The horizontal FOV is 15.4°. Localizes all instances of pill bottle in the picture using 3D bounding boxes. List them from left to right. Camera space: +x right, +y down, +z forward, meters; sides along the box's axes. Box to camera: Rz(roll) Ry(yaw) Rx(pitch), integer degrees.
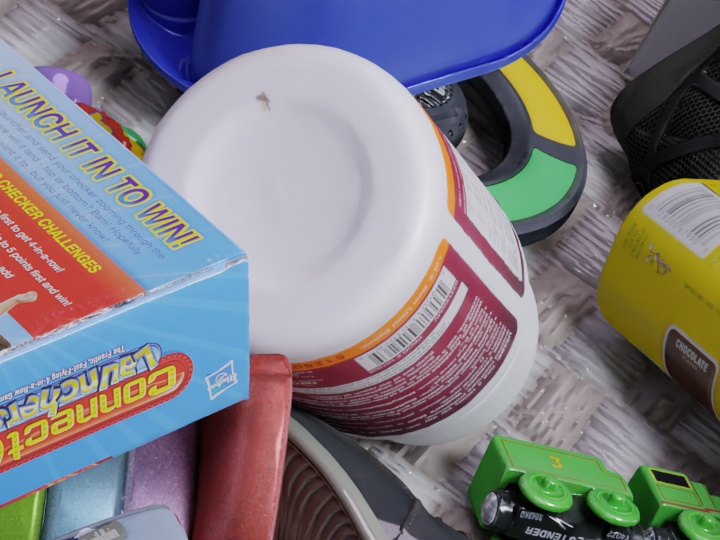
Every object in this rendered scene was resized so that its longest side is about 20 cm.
[{"bbox_3d":[0.000,0.000,0.963,0.110,0.110,0.200,44,0,22],"label":"pill bottle"}]

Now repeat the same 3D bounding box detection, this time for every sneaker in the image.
[{"bbox_3d":[0.025,0.119,0.947,0.200,0.075,0.106,47,27,22],"label":"sneaker"},{"bbox_3d":[0.205,-0.078,1.216,0.076,0.199,0.115,22,41,-41],"label":"sneaker"}]

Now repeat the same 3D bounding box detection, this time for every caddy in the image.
[{"bbox_3d":[-0.003,-0.138,1.147,0.199,0.105,0.142,-18,52,-18],"label":"caddy"}]

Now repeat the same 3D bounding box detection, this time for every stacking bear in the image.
[{"bbox_3d":[-0.132,0.073,0.850,0.199,0.121,0.115,9,79,-9],"label":"stacking bear"}]

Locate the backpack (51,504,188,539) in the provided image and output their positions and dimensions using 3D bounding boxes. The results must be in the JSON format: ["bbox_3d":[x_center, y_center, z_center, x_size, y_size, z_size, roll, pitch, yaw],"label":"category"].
[{"bbox_3d":[-0.084,0.166,0.701,0.154,0.201,0.190,41,42,25],"label":"backpack"}]

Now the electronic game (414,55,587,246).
[{"bbox_3d":[0.012,-0.080,1.207,0.199,0.042,0.201,20,35,-15],"label":"electronic game"}]

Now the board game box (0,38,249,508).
[{"bbox_3d":[-0.167,0.003,0.808,0.195,0.056,0.200,-22,42,-28],"label":"board game box"}]

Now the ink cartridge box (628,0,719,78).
[{"bbox_3d":[0.265,-0.129,1.361,0.145,0.145,0.200,44,36,20],"label":"ink cartridge box"}]

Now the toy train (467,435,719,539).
[{"bbox_3d":[0.134,0.106,1.059,0.199,0.042,0.056,14,26,-21],"label":"toy train"}]

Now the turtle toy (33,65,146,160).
[{"bbox_3d":[-0.135,-0.027,0.979,0.200,0.101,0.146,37,35,12],"label":"turtle toy"}]

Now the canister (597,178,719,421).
[{"bbox_3d":[0.209,0.042,1.116,0.148,0.087,0.200,5,26,-36],"label":"canister"}]
